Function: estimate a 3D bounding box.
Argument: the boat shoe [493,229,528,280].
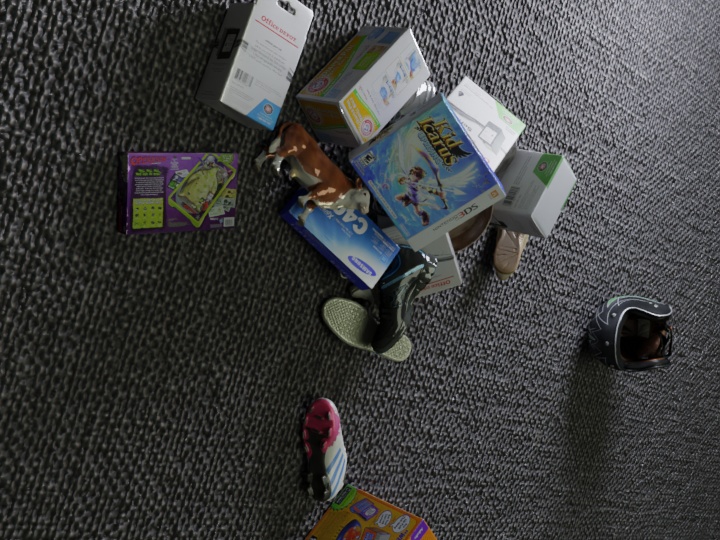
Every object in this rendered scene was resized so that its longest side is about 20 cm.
[{"bbox_3d":[0.318,-0.077,2.056,0.065,0.071,0.200,85,24,-69],"label":"boat shoe"}]

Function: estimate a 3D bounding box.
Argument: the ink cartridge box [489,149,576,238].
[{"bbox_3d":[0.296,-0.158,1.912,0.084,0.200,0.146,47,68,-44],"label":"ink cartridge box"}]

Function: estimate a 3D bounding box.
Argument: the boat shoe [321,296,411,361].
[{"bbox_3d":[0.004,0.108,1.783,0.200,0.062,0.075,30,83,-29],"label":"boat shoe"}]

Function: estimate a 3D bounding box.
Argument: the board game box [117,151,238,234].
[{"bbox_3d":[-0.272,-0.119,1.472,0.200,0.032,0.120,-6,108,-45],"label":"board game box"}]

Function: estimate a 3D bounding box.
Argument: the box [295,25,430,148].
[{"bbox_3d":[0.005,-0.310,1.643,0.200,0.112,0.101,-50,132,-24],"label":"box"}]

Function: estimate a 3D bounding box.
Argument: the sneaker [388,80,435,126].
[{"bbox_3d":[0.070,-0.260,1.762,0.082,0.075,0.200,22,74,-37],"label":"sneaker"}]

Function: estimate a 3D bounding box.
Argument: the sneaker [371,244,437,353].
[{"bbox_3d":[0.058,0.049,1.731,0.082,0.073,0.200,26,86,-15],"label":"sneaker"}]

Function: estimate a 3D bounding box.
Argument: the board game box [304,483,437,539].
[{"bbox_3d":[0.025,0.559,1.809,0.200,0.200,0.200,-49,129,-25],"label":"board game box"}]

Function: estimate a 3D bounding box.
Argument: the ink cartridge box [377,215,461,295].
[{"bbox_3d":[0.115,-0.024,1.804,0.116,0.067,0.200,-17,120,7],"label":"ink cartridge box"}]

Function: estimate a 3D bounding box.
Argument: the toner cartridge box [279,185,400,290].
[{"bbox_3d":[-0.033,-0.066,1.662,0.200,0.043,0.095,43,69,-18],"label":"toner cartridge box"}]

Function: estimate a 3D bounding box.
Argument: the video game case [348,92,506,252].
[{"bbox_3d":[0.110,-0.156,1.594,0.181,0.045,0.200,-32,113,13],"label":"video game case"}]

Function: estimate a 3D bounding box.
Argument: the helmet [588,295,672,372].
[{"bbox_3d":[0.642,0.151,2.341,0.200,0.190,0.201,0,90,-82],"label":"helmet"}]

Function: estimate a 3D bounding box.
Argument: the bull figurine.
[{"bbox_3d":[-0.076,-0.149,1.585,0.200,0.065,0.121,48,58,4],"label":"bull figurine"}]

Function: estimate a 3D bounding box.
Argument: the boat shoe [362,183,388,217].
[{"bbox_3d":[0.071,-0.121,1.695,0.057,0.200,0.067,-61,153,-57],"label":"boat shoe"}]

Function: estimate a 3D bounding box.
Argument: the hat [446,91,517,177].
[{"bbox_3d":[0.194,-0.242,1.863,0.200,0.081,0.201,0,90,-20],"label":"hat"}]

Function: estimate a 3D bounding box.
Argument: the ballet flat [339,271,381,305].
[{"bbox_3d":[0.000,0.000,1.758,0.075,0.068,0.200,-30,117,-11],"label":"ballet flat"}]

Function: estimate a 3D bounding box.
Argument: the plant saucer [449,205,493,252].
[{"bbox_3d":[0.145,-0.120,1.813,0.035,0.200,0.201,-92,165,-59],"label":"plant saucer"}]

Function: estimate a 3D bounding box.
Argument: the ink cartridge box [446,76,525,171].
[{"bbox_3d":[0.185,-0.232,1.715,0.145,0.084,0.200,39,42,-1],"label":"ink cartridge box"}]

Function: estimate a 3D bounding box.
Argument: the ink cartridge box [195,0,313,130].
[{"bbox_3d":[-0.161,-0.331,1.504,0.116,0.067,0.200,25,82,-45],"label":"ink cartridge box"}]

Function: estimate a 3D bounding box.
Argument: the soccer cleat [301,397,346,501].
[{"bbox_3d":[-0.061,0.318,1.771,0.086,0.070,0.200,-21,117,-58],"label":"soccer cleat"}]
